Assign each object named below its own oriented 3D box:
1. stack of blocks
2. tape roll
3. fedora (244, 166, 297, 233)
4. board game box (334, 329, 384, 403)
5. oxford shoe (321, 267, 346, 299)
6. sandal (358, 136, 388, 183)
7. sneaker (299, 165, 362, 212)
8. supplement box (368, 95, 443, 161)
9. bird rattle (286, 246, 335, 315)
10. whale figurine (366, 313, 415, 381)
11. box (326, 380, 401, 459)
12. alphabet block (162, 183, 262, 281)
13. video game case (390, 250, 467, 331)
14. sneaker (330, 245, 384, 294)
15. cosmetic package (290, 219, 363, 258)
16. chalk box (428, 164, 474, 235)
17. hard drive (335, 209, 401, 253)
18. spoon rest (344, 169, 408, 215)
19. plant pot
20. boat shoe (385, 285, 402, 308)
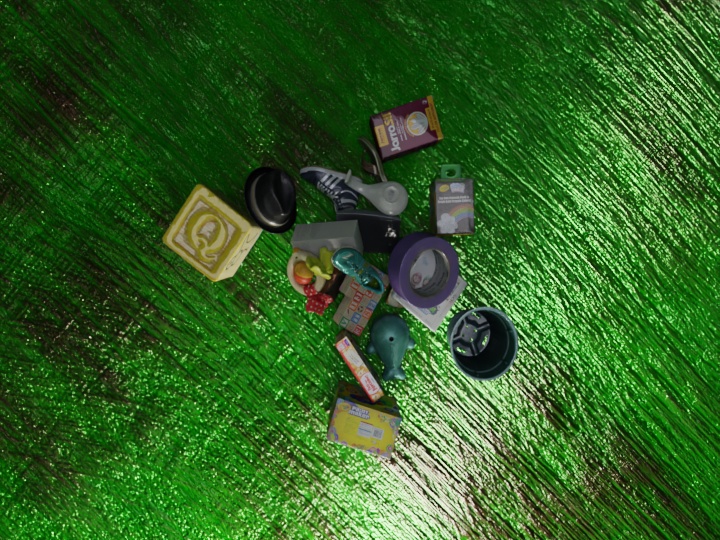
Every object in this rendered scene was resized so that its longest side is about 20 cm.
[{"bbox_3d":[-0.006,0.078,1.629,0.113,0.058,0.205,28,92,-27],"label":"stack of blocks"},{"bbox_3d":[0.180,-0.002,1.548,0.192,0.085,0.209,-6,106,-20],"label":"tape roll"},{"bbox_3d":[-0.244,-0.217,1.571,0.195,0.090,0.209,14,67,-35],"label":"fedora"},{"bbox_3d":[-0.004,0.280,1.613,0.046,0.152,0.203,-33,92,0],"label":"board game box"},{"bbox_3d":[-0.092,0.033,1.653,0.070,0.071,0.204,34,93,27],"label":"oxford shoe"},{"bbox_3d":[0.036,-0.306,1.622,0.056,0.080,0.207,-23,94,-5],"label":"sandal"},{"bbox_3d":[-0.095,-0.240,1.619,0.192,0.070,0.113,12,79,-5],"label":"sneaker"},{"bbox_3d":[0.134,-0.419,1.609,0.193,0.103,0.136,-19,94,0],"label":"supplement box"},{"bbox_3d":[-0.141,0.020,1.562,0.159,0.113,0.205,29,131,17],"label":"bird rattle"},{"bbox_3d":[0.094,0.237,1.637,0.152,0.104,0.209,-5,93,-2],"label":"whale figurine"},{"bbox_3d":[0.008,0.437,1.600,0.193,0.193,0.127,18,92,-3],"label":"box"},{"bbox_3d":[-0.418,-0.107,1.560,0.193,0.200,0.199,34,91,-2],"label":"alphabet block"},{"bbox_3d":[0.210,0.057,1.633,0.198,0.024,0.185,38,87,-25],"label":"video game case"},{"bbox_3d":[0.000,0.000,1.519,0.198,0.080,0.078,34,100,-33],"label":"sneaker"},{"bbox_3d":[-0.095,-0.075,1.585,0.191,0.087,0.110,-3,131,12],"label":"cosmetic package"},{"bbox_3d":[0.271,-0.210,1.613,0.119,0.124,0.209,-1,92,0],"label":"chalk box"},{"bbox_3d":[0.021,-0.120,1.618,0.191,0.043,0.138,5,131,1],"label":"hard drive"},{"bbox_3d":[0.047,-0.232,1.581,0.194,0.061,0.102,24,81,0],"label":"spoon rest"},{"bbox_3d":[0.341,0.201,1.595,0.191,0.196,0.210,0,92,-2],"label":"plant pot"},{"bbox_3d":[0.142,0.018,1.649,0.067,0.074,0.206,23,100,-6],"label":"boat shoe"}]
